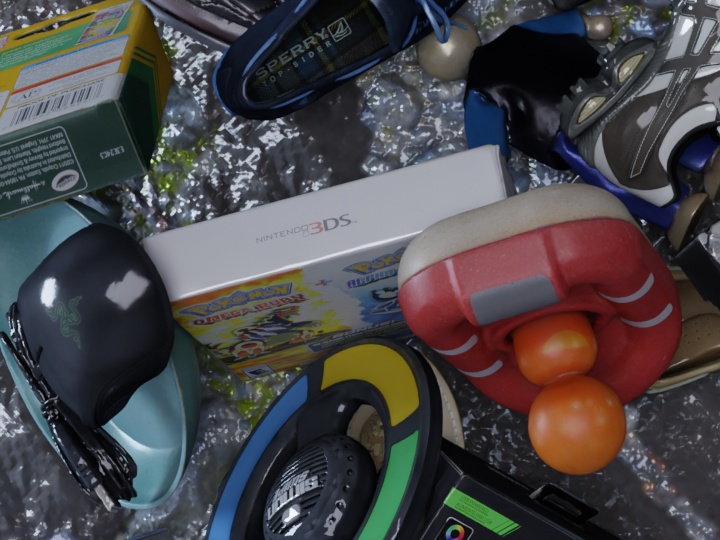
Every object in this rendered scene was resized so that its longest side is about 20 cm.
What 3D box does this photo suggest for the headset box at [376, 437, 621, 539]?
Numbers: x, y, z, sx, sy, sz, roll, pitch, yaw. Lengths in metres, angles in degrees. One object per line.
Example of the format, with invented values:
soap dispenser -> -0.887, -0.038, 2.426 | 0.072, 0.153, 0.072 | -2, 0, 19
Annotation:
headset box -> 0.063, 0.206, 1.316 | 0.174, 0.093, 0.201 | 32, 94, -23

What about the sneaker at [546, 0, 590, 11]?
sneaker -> 0.202, -0.188, 1.352 | 0.199, 0.079, 0.096 | -27, 100, 10

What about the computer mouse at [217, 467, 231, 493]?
computer mouse -> -0.084, 0.178, 1.405 | 0.058, 0.034, 0.200 | 34, 95, 7

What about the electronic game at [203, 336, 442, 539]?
electronic game -> -0.024, 0.127, 1.300 | 0.042, 0.200, 0.200 | 32, 95, -28

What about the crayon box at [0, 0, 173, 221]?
crayon box -> -0.179, -0.094, 1.361 | 0.125, 0.200, 0.052 | -17, 114, 9

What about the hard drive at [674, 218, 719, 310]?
hard drive -> 0.288, -0.005, 1.294 | 0.199, 0.038, 0.140 | -31, 81, -27

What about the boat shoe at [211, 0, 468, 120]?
boat shoe -> 0.011, -0.144, 1.331 | 0.200, 0.069, 0.084 | -42, 105, -1

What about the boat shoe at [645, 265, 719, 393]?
boat shoe -> 0.185, 0.028, 1.349 | 0.199, 0.063, 0.074 | -17, 87, 9

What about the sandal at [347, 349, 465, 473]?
sandal -> 0.016, 0.151, 1.371 | 0.077, 0.070, 0.213 | 7, 90, 9

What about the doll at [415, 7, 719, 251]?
doll -> 0.116, -0.090, 1.359 | 0.200, 0.049, 0.137 | 33, 68, 15

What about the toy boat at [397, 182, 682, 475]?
toy boat -> 0.105, 0.045, 1.237 | 0.130, 0.200, 0.131 | -18, 69, 14

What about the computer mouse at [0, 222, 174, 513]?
computer mouse -> -0.157, 0.048, 1.289 | 0.053, 0.200, 0.139 | -25, 74, -29

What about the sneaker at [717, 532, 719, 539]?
sneaker -> 0.248, 0.202, 1.339 | 0.112, 0.078, 0.201 | 21, 103, 5

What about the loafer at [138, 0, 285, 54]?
loafer -> -0.097, -0.179, 1.387 | 0.199, 0.072, 0.063 | 26, 117, 11

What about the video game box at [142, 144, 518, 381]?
video game box -> 0.000, 0.000, 1.318 | 0.199, 0.182, 0.047 | -15, 69, 9

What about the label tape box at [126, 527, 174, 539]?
label tape box -> -0.138, 0.273, 1.381 | 0.143, 0.066, 0.201 | -29, 85, 21

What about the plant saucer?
plant saucer -> -0.150, 0.040, 1.365 | 0.036, 0.200, 0.201 | -26, 84, -34

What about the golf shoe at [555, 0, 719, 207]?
golf shoe -> 0.202, -0.122, 1.284 | 0.095, 0.078, 0.200 | 46, 107, 13
